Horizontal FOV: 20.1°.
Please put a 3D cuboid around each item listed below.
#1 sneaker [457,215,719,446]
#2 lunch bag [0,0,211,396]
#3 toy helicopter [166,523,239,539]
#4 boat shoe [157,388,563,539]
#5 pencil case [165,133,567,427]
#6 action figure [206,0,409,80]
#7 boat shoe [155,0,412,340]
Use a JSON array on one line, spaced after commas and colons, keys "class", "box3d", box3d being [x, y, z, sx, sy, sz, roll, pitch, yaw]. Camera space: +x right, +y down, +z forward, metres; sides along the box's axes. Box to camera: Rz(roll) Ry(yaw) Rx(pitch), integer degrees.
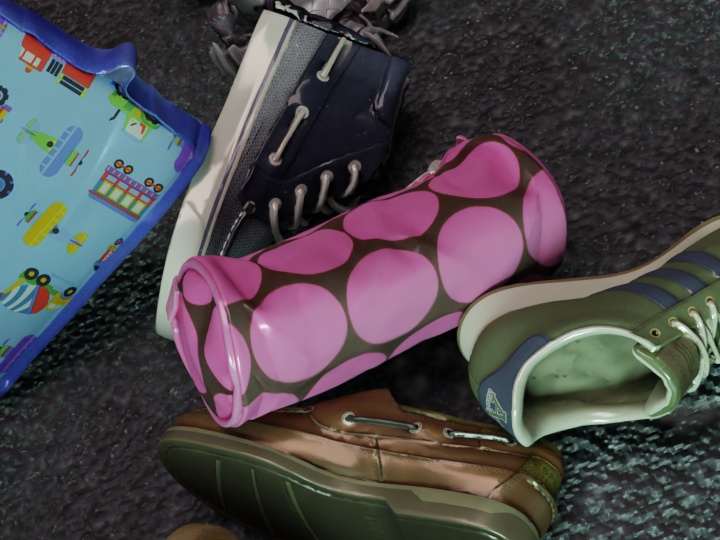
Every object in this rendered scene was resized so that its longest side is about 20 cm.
[{"class": "sneaker", "box3d": [0.147, 0.033, 0.950, 0.199, 0.067, 0.090, -16, 31, 5]}, {"class": "lunch bag", "box3d": [-0.186, -0.050, 1.058, 0.200, 0.150, 0.094, -39, 36, 26]}, {"class": "toy helicopter", "box3d": [-0.121, 0.185, 0.923, 0.079, 0.133, 0.200, -9, 33, 46]}, {"class": "boat shoe", "box3d": [0.001, 0.095, 0.984, 0.199, 0.072, 0.068, 14, 55, 19]}, {"class": "pencil case", "box3d": [0.000, 0.000, 0.998, 0.199, 0.091, 0.094, -23, 62, -26]}, {"class": "action figure", "box3d": [-0.052, -0.169, 1.207, 0.130, 0.070, 0.200, -37, 53, -24]}, {"class": "boat shoe", "box3d": [-0.038, -0.046, 1.104, 0.092, 0.075, 0.201, 19, 79, 4]}]
